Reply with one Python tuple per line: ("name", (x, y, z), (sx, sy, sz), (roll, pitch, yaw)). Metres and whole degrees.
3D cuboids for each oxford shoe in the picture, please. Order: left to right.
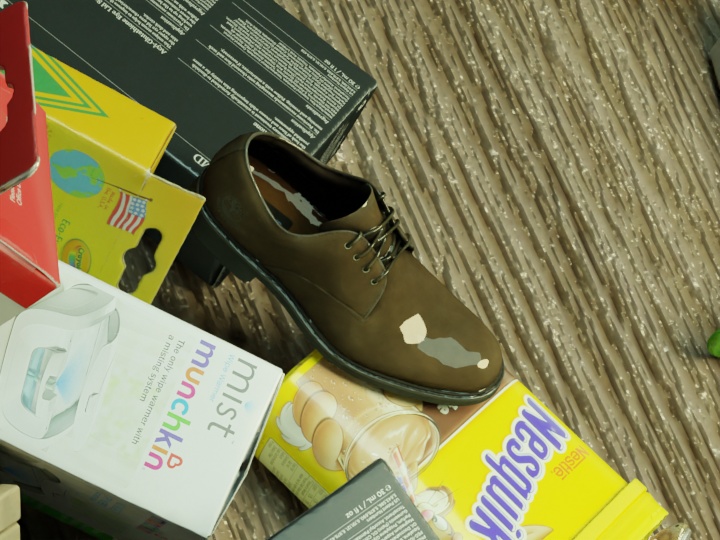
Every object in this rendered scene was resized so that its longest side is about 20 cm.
("oxford shoe", (0.000, 0.000, 1.447), (0.199, 0.084, 0.073), (36, 53, -5))

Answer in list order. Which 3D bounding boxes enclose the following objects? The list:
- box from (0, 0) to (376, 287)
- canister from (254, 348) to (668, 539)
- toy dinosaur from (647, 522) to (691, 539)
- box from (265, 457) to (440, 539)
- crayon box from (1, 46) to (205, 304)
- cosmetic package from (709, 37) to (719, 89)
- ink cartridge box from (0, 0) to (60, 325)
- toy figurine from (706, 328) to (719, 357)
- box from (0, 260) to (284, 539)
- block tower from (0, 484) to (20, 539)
("box", (-0.114, -0.110, 1.569), (0.200, 0.079, 0.141), (38, 50, 4))
("canister", (0.050, 0.116, 1.495), (0.200, 0.087, 0.148), (43, 52, 10))
("toy dinosaur", (0.181, 0.236, 1.501), (0.105, 0.061, 0.201), (4, 47, 8))
("box", (-0.033, 0.204, 1.232), (0.199, 0.079, 0.141), (-33, 79, -21))
("crayon box", (-0.187, -0.056, 1.476), (0.199, 0.127, 0.051), (29, 40, -5))
("cosmetic package", (0.307, -0.080, 1.739), (0.106, 0.090, 0.201), (3, 54, -25))
("ink cartridge box", (-0.203, -0.019, 1.222), (0.067, 0.199, 0.117), (39, 29, -40))
("toy figurine", (0.328, 0.100, 1.615), (0.198, 0.150, 0.185), (-14, 72, -6))
("box", (-0.146, 0.064, 1.358), (0.176, 0.200, 0.097), (27, 76, -6))
("block tower", (-0.261, 0.108, 1.269), (0.198, 0.054, 0.058), (4, 9, 15))
